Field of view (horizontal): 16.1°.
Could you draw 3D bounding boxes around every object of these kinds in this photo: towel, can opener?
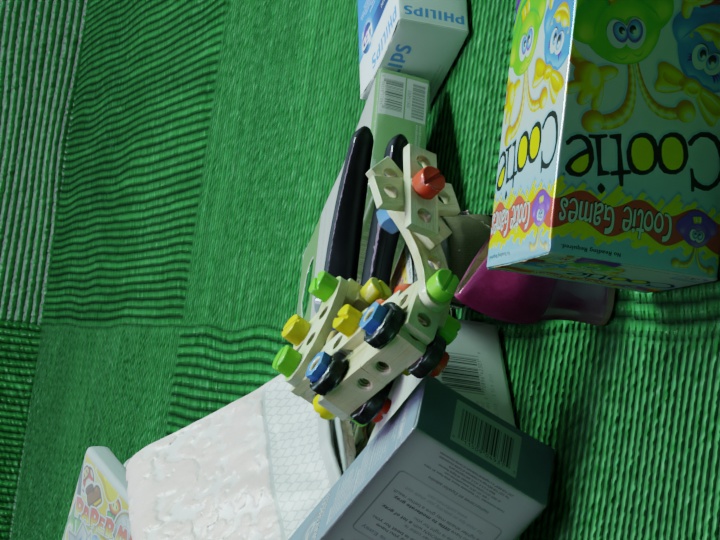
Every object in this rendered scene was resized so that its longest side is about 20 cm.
[{"bbox_3d":[-0.087,0.162,1.832,0.191,0.032,0.200,-32,34,15],"label":"towel"},{"bbox_3d":[0.000,0.000,1.745,0.079,0.063,0.201,-48,-39,-70],"label":"can opener"}]

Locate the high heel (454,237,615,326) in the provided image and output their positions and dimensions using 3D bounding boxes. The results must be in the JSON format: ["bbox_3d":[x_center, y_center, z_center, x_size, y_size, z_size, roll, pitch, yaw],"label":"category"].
[{"bbox_3d":[0.108,-0.063,1.550,0.067,0.096,0.201,146,131,-69],"label":"high heel"}]

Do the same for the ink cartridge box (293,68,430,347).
[{"bbox_3d":[0.000,-0.032,1.923,0.146,0.048,0.200,-85,12,-49],"label":"ink cartridge box"}]

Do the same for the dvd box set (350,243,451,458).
[{"bbox_3d":[0.022,0.077,1.900,0.200,0.029,0.147,114,160,-44],"label":"dvd box set"}]

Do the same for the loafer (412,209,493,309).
[{"bbox_3d":[0.070,-0.003,1.719,0.200,0.069,0.076,-105,15,-89],"label":"loafer"}]

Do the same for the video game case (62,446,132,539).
[{"bbox_3d":[-0.182,0.262,1.946,0.200,0.023,0.183,42,122,49],"label":"video game case"}]

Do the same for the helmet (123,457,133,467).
[{"bbox_3d":[-0.135,0.239,2.062,0.191,0.200,0.200,-45,35,34],"label":"helmet"}]

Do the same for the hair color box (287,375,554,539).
[{"bbox_3d":[0.026,0.168,1.605,0.200,0.099,0.061,-52,13,33],"label":"hair color box"}]

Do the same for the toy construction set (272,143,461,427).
[{"bbox_3d":[0.014,0.022,1.585,0.200,0.092,0.131,119,174,-45],"label":"toy construction set"}]

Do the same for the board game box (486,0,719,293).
[{"bbox_3d":[0.145,-0.096,1.422,0.103,0.104,0.201,165,112,-73],"label":"board game box"}]

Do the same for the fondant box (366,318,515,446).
[{"bbox_3d":[0.046,0.152,1.727,0.145,0.058,0.200,-98,21,-47],"label":"fondant box"}]

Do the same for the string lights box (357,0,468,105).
[{"bbox_3d":[0.037,-0.236,1.970,0.103,0.059,0.201,119,155,-52],"label":"string lights box"}]
